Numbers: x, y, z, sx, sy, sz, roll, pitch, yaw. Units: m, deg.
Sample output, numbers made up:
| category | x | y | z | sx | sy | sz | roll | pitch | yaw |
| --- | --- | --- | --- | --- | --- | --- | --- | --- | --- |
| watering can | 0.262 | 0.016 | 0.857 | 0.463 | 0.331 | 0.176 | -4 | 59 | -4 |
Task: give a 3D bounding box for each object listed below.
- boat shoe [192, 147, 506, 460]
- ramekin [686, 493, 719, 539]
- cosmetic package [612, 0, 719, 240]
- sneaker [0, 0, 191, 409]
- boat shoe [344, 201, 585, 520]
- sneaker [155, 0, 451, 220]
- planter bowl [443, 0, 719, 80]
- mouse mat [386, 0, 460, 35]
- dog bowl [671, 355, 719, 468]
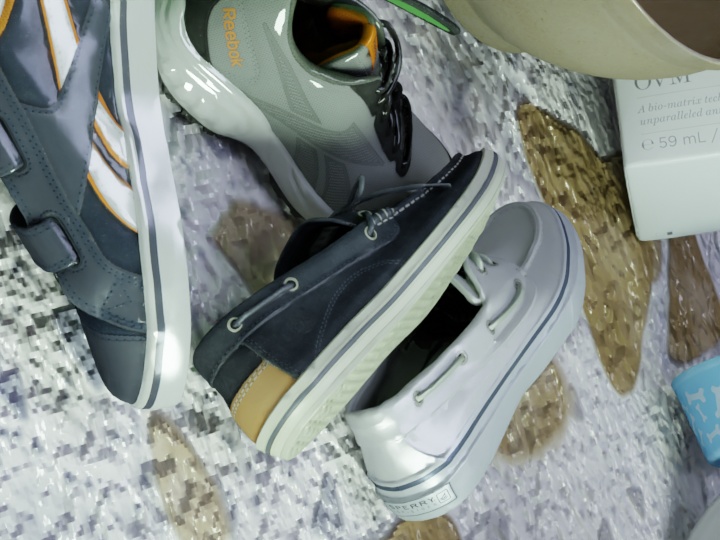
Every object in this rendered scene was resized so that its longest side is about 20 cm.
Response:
| category | x | y | z | sx | sy | sz | roll | pitch | yaw |
| --- | --- | --- | --- | --- | --- | --- | --- | --- | --- |
| boat shoe | 0.000 | 0.000 | 1.031 | 0.062 | 0.075 | 0.200 | 36 | 46 | 9 |
| ramekin | 0.268 | 0.190 | 1.300 | 0.094 | 0.201 | 0.204 | 55 | 33 | -50 |
| cosmetic package | 0.233 | -0.141 | 1.359 | 0.123 | 0.198 | 0.202 | 63 | 20 | -68 |
| sneaker | -0.109 | -0.046 | 0.886 | 0.079 | 0.078 | 0.202 | -9 | 97 | -17 |
| boat shoe | 0.049 | 0.021 | 1.118 | 0.067 | 0.073 | 0.201 | 59 | 33 | -28 |
| sneaker | -0.009 | -0.072 | 1.061 | 0.200 | 0.079 | 0.075 | 36 | 45 | -49 |
| planter bowl | 0.113 | -0.183 | 1.246 | 0.199 | 0.134 | 0.202 | 16 | 68 | -43 |
| mouse mat | -0.063 | -0.149 | 0.957 | 0.200 | 0.160 | 0.008 | 25 | 95 | -54 |
| dog bowl | 0.264 | 0.074 | 1.384 | 0.199 | 0.111 | 0.050 | 2 | 70 | -37 |
